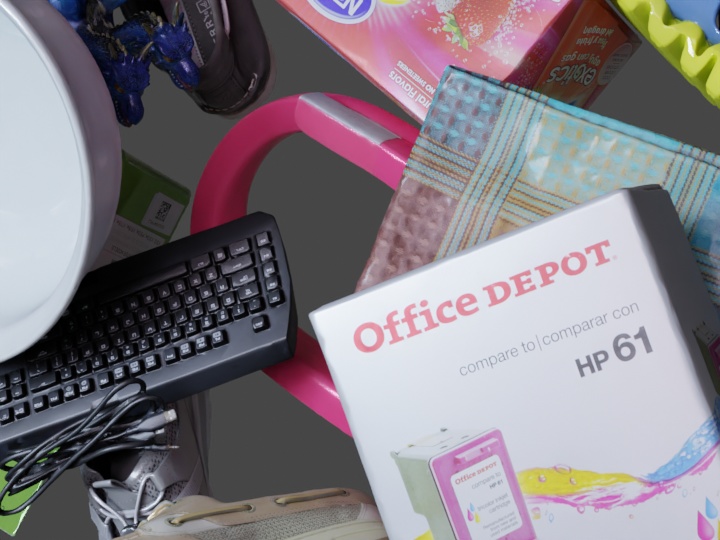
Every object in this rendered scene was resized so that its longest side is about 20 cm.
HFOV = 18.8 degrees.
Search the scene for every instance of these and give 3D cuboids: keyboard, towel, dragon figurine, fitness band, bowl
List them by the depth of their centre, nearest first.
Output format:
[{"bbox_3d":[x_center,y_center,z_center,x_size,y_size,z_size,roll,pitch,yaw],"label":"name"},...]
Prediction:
[{"bbox_3d":[0.100,0.009,0.928,0.199,0.022,0.147,22,87,16],"label":"towel"},{"bbox_3d":[-0.124,0.042,1.010,0.199,0.040,0.104,-21,65,11],"label":"keyboard"},{"bbox_3d":[-0.183,-0.062,1.015,0.200,0.090,0.202,11,113,27],"label":"bowl"},{"bbox_3d":[0.000,0.000,1.024,0.200,0.037,0.144,35,122,28],"label":"fitness band"},{"bbox_3d":[-0.143,-0.149,1.081,0.099,0.059,0.201,-47,63,50],"label":"dragon figurine"}]

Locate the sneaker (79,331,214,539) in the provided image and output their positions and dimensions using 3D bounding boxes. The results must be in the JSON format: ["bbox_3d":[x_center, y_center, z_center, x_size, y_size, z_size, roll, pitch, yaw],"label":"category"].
[{"bbox_3d":[-0.106,0.121,1.045,0.074,0.082,0.201,-21,70,18],"label":"sneaker"}]

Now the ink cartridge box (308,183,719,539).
[{"bbox_3d":[0.084,0.081,0.869,0.144,0.085,0.201,-22,83,20],"label":"ink cartridge box"}]

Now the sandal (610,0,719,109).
[{"bbox_3d":[0.173,-0.120,0.979,0.087,0.079,0.200,-47,63,8],"label":"sandal"}]

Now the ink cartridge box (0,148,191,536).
[{"bbox_3d":[-0.200,0.013,1.116,0.147,0.076,0.201,25,87,27],"label":"ink cartridge box"}]

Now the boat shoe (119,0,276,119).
[{"bbox_3d":[-0.104,-0.168,1.127,0.067,0.057,0.200,-34,67,13],"label":"boat shoe"}]

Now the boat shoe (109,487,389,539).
[{"bbox_3d":[-0.073,0.138,0.985,0.065,0.199,0.072,-128,37,-50],"label":"boat shoe"}]

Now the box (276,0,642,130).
[{"bbox_3d":[0.024,-0.140,1.043,0.200,0.095,0.100,43,97,26],"label":"box"}]
